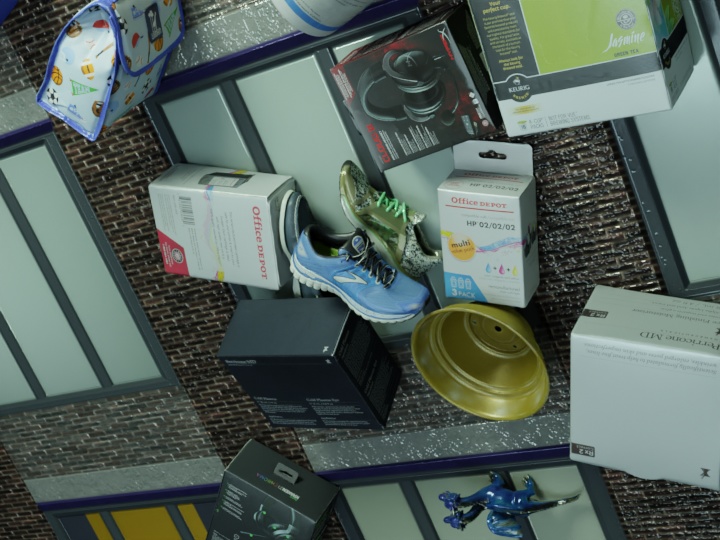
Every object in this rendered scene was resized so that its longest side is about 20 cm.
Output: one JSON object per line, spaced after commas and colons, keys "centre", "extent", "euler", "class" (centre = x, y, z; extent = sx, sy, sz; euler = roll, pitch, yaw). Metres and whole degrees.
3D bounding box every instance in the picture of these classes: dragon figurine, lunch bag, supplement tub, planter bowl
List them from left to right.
{"centre": [-0.322, -0.300, 1.698], "extent": [0.123, 0.170, 0.201], "euler": [32, 128, 4], "class": "lunch bag"}
{"centre": [-0.011, -0.380, 1.506], "extent": [0.199, 0.132, 0.133], "euler": [-29, 102, 38], "class": "supplement tub"}
{"centre": [0.173, 0.102, 1.715], "extent": [0.198, 0.084, 0.202], "euler": [18, 137, 18], "class": "planter bowl"}
{"centre": [0.213, 0.345, 1.837], "extent": [0.197, 0.100, 0.060], "euler": [9, 123, 24], "class": "dragon figurine"}

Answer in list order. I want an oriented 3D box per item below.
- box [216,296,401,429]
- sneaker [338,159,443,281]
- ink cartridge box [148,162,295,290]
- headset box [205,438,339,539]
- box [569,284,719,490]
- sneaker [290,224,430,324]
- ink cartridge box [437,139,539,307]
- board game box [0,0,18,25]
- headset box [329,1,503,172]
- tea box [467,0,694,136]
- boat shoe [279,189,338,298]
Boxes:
{"centre": [-0.070, 0.134, 1.826], "extent": [0.198, 0.105, 0.183], "euler": [-2, 140, 29], "class": "box"}
{"centre": [0.045, -0.072, 1.707], "extent": [0.088, 0.077, 0.201], "euler": [-25, 111, 26], "class": "sneaker"}
{"centre": [-0.190, -0.065, 1.821], "extent": [0.197, 0.086, 0.149], "euler": [8, 121, 23], "class": "ink cartridge box"}
{"centre": [-0.144, 0.396, 2.066], "extent": [0.173, 0.093, 0.202], "euler": [26, 127, 13], "class": "headset box"}
{"centre": [0.375, 0.146, 1.611], "extent": [0.196, 0.131, 0.202], "euler": [9, 122, 23], "class": "box"}
{"centre": [0.000, 0.000, 1.673], "extent": [0.198, 0.079, 0.090], "euler": [23, 135, 11], "class": "sneaker"}
{"centre": [0.165, -0.061, 1.641], "extent": [0.114, 0.068, 0.202], "euler": [7, 121, 25], "class": "ink cartridge box"}
{"centre": [-0.575, -0.445, 1.795], "extent": [0.200, 0.097, 0.159], "euler": [49, 129, -6], "class": "board game box"}
{"centre": [0.068, -0.223, 1.592], "extent": [0.198, 0.077, 0.150], "euler": [-16, 109, 33], "class": "headset box"}
{"centre": [0.247, -0.277, 1.426], "extent": [0.198, 0.134, 0.199], "euler": [-6, 116, 30], "class": "tea box"}
{"centre": [-0.068, -0.021, 1.788], "extent": [0.061, 0.075, 0.202], "euler": [7, 122, 26], "class": "boat shoe"}
